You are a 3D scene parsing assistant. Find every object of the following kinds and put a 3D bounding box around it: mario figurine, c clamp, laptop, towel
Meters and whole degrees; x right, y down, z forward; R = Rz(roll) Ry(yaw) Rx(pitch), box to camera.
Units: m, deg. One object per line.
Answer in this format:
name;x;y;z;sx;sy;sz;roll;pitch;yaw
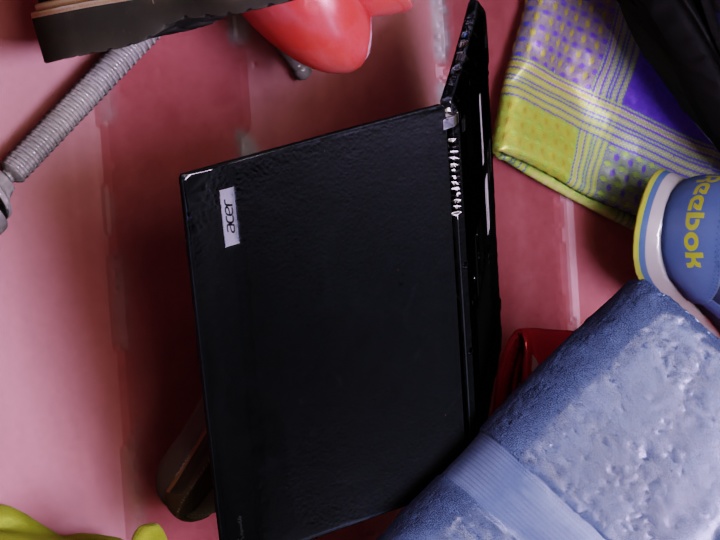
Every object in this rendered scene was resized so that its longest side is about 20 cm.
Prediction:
mario figurine;-0.005;-0.185;1.021;0.123;0.106;0.201;3;83;-47
c clamp;-0.131;-0.092;1.003;0.200;0.027;0.171;-43;111;-22
laptop;0.000;0.000;1.014;0.103;0.200;0.178;0;116;9
towel;0.088;0.107;0.999;0.112;0.049;0.200;44;85;1
towel;0.144;-0.125;1.160;0.143;0.023;0.201;25;80;-29

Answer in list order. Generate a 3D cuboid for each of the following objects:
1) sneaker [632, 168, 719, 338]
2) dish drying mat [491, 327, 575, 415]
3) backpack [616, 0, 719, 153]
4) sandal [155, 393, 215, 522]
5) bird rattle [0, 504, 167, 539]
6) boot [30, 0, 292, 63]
sneaker;0.211;0.015;1.153;0.200;0.082;0.074;33;62;-45
dish drying mat;0.126;0.070;1.119;0.199;0.018;0.077;7;88;-51
backpack;0.203;-0.120;1.098;0.154;0.163;0.201;-43;119;-36
sandal;-0.038;0.017;1.044;0.201;0.054;0.082;-57;158;-10
bird rattle;-0.088;0.181;1.021;0.200;0.112;0.164;24;92;-41
boot;-0.057;-0.170;0.933;0.077;0.199;0.139;-32;109;-70
